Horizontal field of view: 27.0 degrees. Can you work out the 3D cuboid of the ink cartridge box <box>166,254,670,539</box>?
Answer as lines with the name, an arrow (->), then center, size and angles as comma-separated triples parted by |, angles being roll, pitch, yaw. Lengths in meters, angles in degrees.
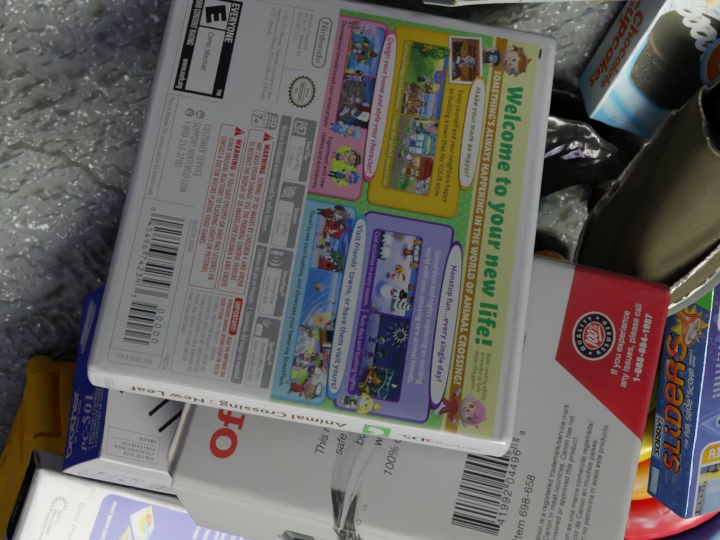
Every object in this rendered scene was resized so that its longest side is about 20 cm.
ink cartridge box -> 0.028, 0.064, 0.691 | 0.198, 0.146, 0.084 | 13, 157, 8

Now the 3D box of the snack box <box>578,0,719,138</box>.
snack box -> 0.223, -0.100, 0.749 | 0.198, 0.037, 0.117 | 16, 127, -19

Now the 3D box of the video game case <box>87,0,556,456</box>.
video game case -> -0.011, -0.030, 0.665 | 0.180, 0.202, 0.022 | 10, 157, -1

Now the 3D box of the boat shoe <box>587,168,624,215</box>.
boat shoe -> 0.201, -0.001, 0.827 | 0.076, 0.072, 0.200 | -47, 125, 0

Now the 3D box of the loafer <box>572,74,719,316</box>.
loafer -> 0.164, -0.055, 0.698 | 0.200, 0.075, 0.069 | -50, 149, 21

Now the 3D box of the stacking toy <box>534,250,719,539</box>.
stacking toy -> 0.150, 0.066, 0.861 | 0.109, 0.116, 0.201 | -38, 111, -10

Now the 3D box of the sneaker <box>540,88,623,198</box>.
sneaker -> 0.024, -0.043, 0.761 | 0.199, 0.060, 0.104 | -31, 124, 16

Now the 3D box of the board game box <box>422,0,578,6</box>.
board game box -> 0.127, -0.164, 0.613 | 0.197, 0.105, 0.104 | -3, 101, -5

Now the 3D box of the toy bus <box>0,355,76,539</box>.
toy bus -> -0.109, 0.114, 0.856 | 0.198, 0.136, 0.194 | 9, 114, -18

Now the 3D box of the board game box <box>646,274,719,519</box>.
board game box -> 0.248, 0.047, 0.810 | 0.198, 0.034, 0.137 | -8, 112, -28

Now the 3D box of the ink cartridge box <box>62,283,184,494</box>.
ink cartridge box -> -0.055, 0.076, 0.794 | 0.199, 0.095, 0.044 | 18, 155, -33

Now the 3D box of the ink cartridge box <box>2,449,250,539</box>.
ink cartridge box -> -0.093, 0.167, 0.795 | 0.198, 0.037, 0.096 | 19, 97, -19
